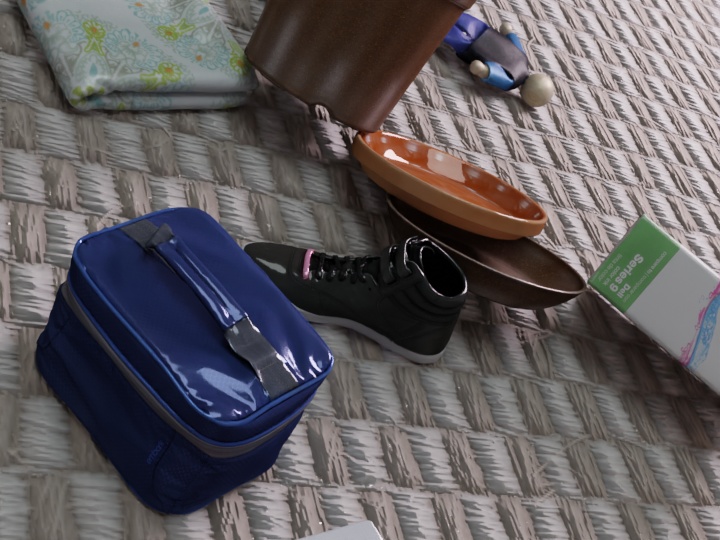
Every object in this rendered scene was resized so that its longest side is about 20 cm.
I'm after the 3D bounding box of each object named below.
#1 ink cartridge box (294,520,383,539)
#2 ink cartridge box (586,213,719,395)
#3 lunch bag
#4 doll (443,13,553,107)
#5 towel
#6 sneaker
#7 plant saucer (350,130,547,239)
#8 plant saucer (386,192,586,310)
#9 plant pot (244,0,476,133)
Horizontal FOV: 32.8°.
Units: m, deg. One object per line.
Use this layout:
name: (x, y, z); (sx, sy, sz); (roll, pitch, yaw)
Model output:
ink cartridge box: (-0.038, 0.252, 0.760); (0.199, 0.047, 0.160); (-5, 52, -41)
ink cartridge box: (0.316, 0.044, 1.152); (0.200, 0.088, 0.145); (40, 7, 9)
lunch bag: (-0.125, 0.048, 0.850); (0.200, 0.133, 0.136); (46, 40, 16)
doll: (0.146, -0.263, 1.441); (0.200, 0.049, 0.136); (37, 39, 6)
towel: (-0.211, -0.222, 1.149); (0.199, 0.048, 0.172); (-8, 53, -40)
sneaker: (0.000, 0.000, 1.016); (0.199, 0.099, 0.071); (23, 41, -10)
plant saucer: (0.082, -0.079, 1.165); (0.199, 0.032, 0.200); (23, 17, -7)
plant saucer: (0.109, -0.014, 1.114); (0.200, 0.037, 0.200); (22, 16, -6)
plant pot: (0.000, -0.252, 1.153); (0.200, 0.199, 0.200); (30, 14, -9)
